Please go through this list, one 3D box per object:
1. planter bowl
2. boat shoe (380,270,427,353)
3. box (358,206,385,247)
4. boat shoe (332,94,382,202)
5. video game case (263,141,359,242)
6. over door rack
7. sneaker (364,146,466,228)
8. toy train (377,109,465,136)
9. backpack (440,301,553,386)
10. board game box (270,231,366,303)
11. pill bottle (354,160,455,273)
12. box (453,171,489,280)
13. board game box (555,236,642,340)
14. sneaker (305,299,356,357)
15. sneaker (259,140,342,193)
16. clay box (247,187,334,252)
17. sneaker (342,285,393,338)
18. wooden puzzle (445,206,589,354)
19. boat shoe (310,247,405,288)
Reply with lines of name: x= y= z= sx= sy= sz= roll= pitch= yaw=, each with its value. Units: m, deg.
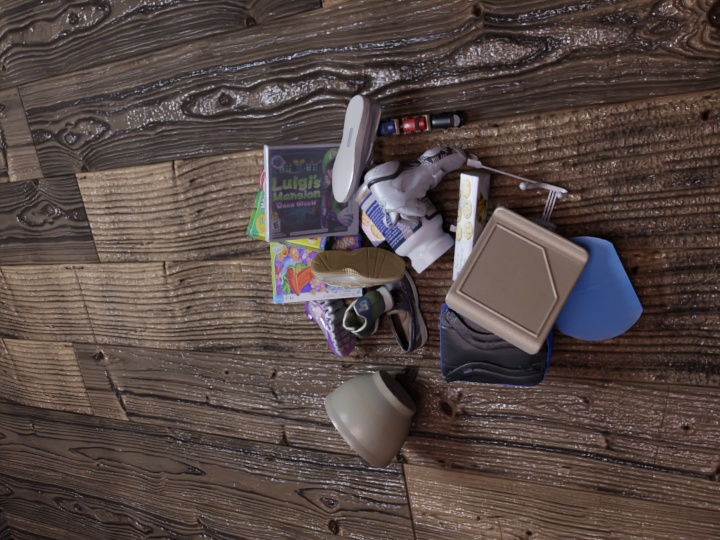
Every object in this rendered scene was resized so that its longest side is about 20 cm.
planter bowl: x=0.036 y=0.304 z=1.494 sx=0.135 sy=0.200 sz=0.200 roll=-45 pitch=83 yaw=8
boat shoe: x=0.084 y=0.075 z=1.435 sx=0.072 sy=0.065 sz=0.203 roll=-19 pitch=97 yaw=36
box: x=-0.008 y=-0.140 z=1.419 sx=0.041 sy=0.039 sz=0.201 roll=-35 pitch=88 yaw=18
boat shoe: x=-0.003 y=-0.228 z=1.311 sx=0.072 sy=0.068 sz=0.204 roll=20 pitch=103 yaw=53
video game case: x=-0.091 y=-0.154 z=1.334 sx=0.023 sy=0.197 sz=0.185 roll=32 pitch=124 yaw=58
over door rack: x=0.261 y=-0.106 z=1.257 sx=0.197 sy=0.066 sz=0.150 roll=24 pitch=119 yaw=21
sneaker: x=0.113 y=-0.149 z=1.254 sx=0.075 sy=0.197 sz=0.117 roll=125 pitch=127 yaw=-74
toy train: x=0.103 y=-0.275 z=1.299 sx=0.197 sy=0.046 sz=0.035 roll=0 pitch=109 yaw=31
backpack: x=0.261 y=0.112 z=1.280 sx=0.196 sy=0.168 sz=0.165 roll=6 pitch=122 yaw=23
board game box: x=-0.090 y=-0.005 z=1.461 sx=0.196 sy=0.045 sz=0.137 roll=-6 pitch=87 yaw=13
pill bottle: x=0.088 y=-0.102 z=1.333 sx=0.116 sy=0.115 sz=0.201 roll=-41 pitch=85 yaw=35
box: x=0.201 y=-0.077 z=1.248 sx=0.041 sy=0.038 sz=0.204 roll=20 pitch=115 yaw=41
board game box: x=0.407 y=0.028 z=1.234 sx=0.156 sy=0.039 sz=0.202 roll=-23 pitch=101 yaw=36
sneaker: x=-0.078 y=0.099 z=1.541 sx=0.088 sy=0.080 sz=0.203 roll=-21 pitch=92 yaw=40
sneaker: x=-0.115 y=-0.211 z=1.385 sx=0.112 sy=0.197 sz=0.072 roll=35 pitch=148 yaw=64
clay box: x=-0.146 y=-0.112 z=1.439 sx=0.196 sy=0.048 sz=0.117 roll=12 pitch=81 yaw=16
sneaker: x=-0.003 y=0.099 z=1.440 sx=0.068 sy=0.089 sz=0.201 roll=60 pitch=153 yaw=15
wooden puzzle: x=0.271 y=0.016 z=1.195 sx=0.183 sy=0.037 sz=0.202 roll=29 pitch=88 yaw=18
boat shoe: x=0.000 y=0.000 z=1.382 sx=0.196 sy=0.075 sz=0.069 roll=5 pitch=152 yaw=20
